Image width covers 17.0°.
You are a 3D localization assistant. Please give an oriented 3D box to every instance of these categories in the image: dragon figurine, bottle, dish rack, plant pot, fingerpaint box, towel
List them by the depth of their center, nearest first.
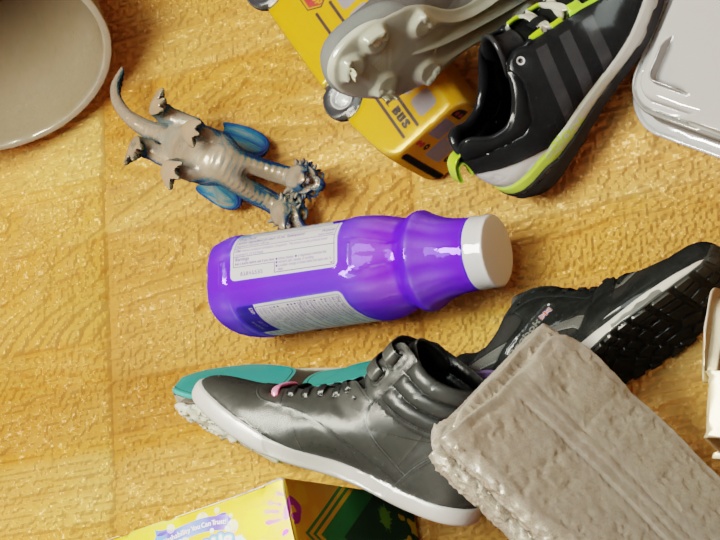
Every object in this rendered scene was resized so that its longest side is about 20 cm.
[{"bbox_3d":[0.140,0.132,1.385,0.200,0.132,0.034,45,140,5],"label":"towel"},{"bbox_3d":[0.259,-0.163,1.474,0.171,0.043,0.201,23,91,32],"label":"dish rack"},{"bbox_3d":[-0.083,0.198,1.511,0.199,0.167,0.074,-21,72,24],"label":"fingerpaint box"},{"bbox_3d":[0.000,0.000,1.561,0.199,0.083,0.066,-9,73,29],"label":"bottle"},{"bbox_3d":[-0.103,-0.078,1.654,0.200,0.099,0.059,29,95,51],"label":"dragon figurine"},{"bbox_3d":[-0.285,-0.222,1.733,0.187,0.187,0.201,-31,50,21],"label":"plant pot"}]

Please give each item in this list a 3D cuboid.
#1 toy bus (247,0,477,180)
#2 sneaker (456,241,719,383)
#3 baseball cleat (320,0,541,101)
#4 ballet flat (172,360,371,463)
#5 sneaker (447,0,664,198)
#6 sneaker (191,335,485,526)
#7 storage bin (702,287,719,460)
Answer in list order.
[{"bbox_3d":[0.001,-0.150,1.608,0.078,0.065,0.200,-42,61,15],"label":"toy bus"},{"bbox_3d":[0.133,0.032,1.484,0.200,0.076,0.088,-39,57,17],"label":"sneaker"},{"bbox_3d":[0.036,-0.171,1.544,0.106,0.199,0.070,38,138,36],"label":"baseball cleat"},{"bbox_3d":[-0.036,0.096,1.573,0.199,0.072,0.072,-6,75,31],"label":"ballet flat"},{"bbox_3d":[0.120,-0.138,1.512,0.201,0.083,0.072,-63,31,4],"label":"sneaker"},{"bbox_3d":[-0.005,0.076,1.486,0.199,0.071,0.100,20,105,17],"label":"sneaker"},{"bbox_3d":[0.308,0.065,1.299,0.199,0.198,0.094,1,82,30],"label":"storage bin"}]
